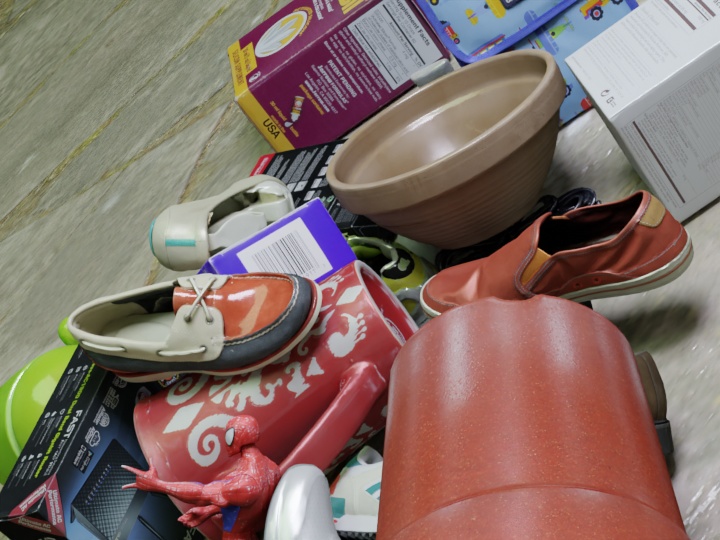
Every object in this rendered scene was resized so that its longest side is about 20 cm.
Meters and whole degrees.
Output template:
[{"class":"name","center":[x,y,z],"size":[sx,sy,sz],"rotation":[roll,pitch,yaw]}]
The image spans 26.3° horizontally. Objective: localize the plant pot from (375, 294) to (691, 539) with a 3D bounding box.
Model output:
[{"class":"plant pot","center":[0.090,0.133,0.843],"size":[0.200,0.201,0.196],"rotation":[-26,40,23]}]

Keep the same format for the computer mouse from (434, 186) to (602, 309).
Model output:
[{"class":"computer mouse","center":[0.128,0.021,1.121],"size":[0.137,0.053,0.201],"rotation":[-24,26,12]}]

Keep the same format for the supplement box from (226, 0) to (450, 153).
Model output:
[{"class":"supplement box","center":[-0.026,-0.218,1.549],"size":[0.199,0.103,0.131],"rotation":[-34,29,10]}]

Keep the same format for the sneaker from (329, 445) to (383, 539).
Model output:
[{"class":"sneaker","center":[0.047,0.151,1.016],"size":[0.199,0.070,0.094],"rotation":[-6,49,49]}]

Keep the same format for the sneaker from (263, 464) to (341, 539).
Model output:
[{"class":"sneaker","center":[-0.014,0.219,0.970],"size":[0.079,0.070,0.202],"rotation":[-13,68,18]}]

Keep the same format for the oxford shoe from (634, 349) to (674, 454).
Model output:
[{"class":"oxford shoe","center":[0.111,0.078,1.008],"size":[0.198,0.085,0.072],"rotation":[-5,2,36]}]

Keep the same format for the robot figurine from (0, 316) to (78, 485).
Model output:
[{"class":"robot figurine","center":[-0.255,0.131,1.311],"size":[0.200,0.115,0.177],"rotation":[-32,45,58]}]

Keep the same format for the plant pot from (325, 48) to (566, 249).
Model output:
[{"class":"plant pot","center":[0.080,-0.082,1.197],"size":[0.199,0.093,0.201],"rotation":[-27,21,11]}]

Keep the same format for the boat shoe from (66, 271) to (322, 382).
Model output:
[{"class":"boat shoe","center":[-0.120,0.034,1.097],"size":[0.198,0.063,0.072],"rotation":[-12,51,32]}]

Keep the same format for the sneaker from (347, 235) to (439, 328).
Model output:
[{"class":"sneaker","center":[0.000,0.000,1.262],"size":[0.199,0.077,0.076],"rotation":[5,53,50]}]

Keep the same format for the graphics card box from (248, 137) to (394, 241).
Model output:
[{"class":"graphics card box","center":[-0.039,-0.060,1.412],"size":[0.199,0.051,0.126],"rotation":[-9,43,44]}]

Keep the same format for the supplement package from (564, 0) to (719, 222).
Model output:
[{"class":"supplement package","center":[0.270,-0.151,1.116],"size":[0.199,0.114,0.110],"rotation":[-34,32,9]}]

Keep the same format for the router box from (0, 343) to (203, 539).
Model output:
[{"class":"router box","center":[-0.181,0.153,1.194],"size":[0.062,0.150,0.201],"rotation":[-13,40,37]}]

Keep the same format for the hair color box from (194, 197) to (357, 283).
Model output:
[{"class":"hair color box","center":[-0.090,0.021,1.241],"size":[0.109,0.065,0.200],"rotation":[-31,-7,-27]}]

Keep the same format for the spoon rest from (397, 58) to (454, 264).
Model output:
[{"class":"spoon rest","center":[0.075,-0.088,1.327],"size":[0.099,0.061,0.202],"rotation":[-22,48,30]}]

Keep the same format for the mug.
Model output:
[{"class":"mug","center":[-0.041,0.109,1.120],"size":[0.199,0.133,0.178],"rotation":[-37,49,9]}]

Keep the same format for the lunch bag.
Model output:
[{"class":"lunch bag","center":[0.138,-0.228,1.279],"size":[0.150,0.200,0.094],"rotation":[-33,30,14]}]

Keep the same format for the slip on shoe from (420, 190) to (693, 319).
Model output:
[{"class":"slip on shoe","center":[0.125,-0.009,1.046],"size":[0.199,0.061,0.074],"rotation":[-15,30,32]}]

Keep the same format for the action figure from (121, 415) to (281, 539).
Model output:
[{"class":"action figure","center":[-0.102,0.190,1.004],"size":[0.098,0.202,0.065],"rotation":[8,8,17]}]

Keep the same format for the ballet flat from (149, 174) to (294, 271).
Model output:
[{"class":"ballet flat","center":[-0.094,-0.040,1.279],"size":[0.069,0.070,0.200],"rotation":[-18,6,33]}]
